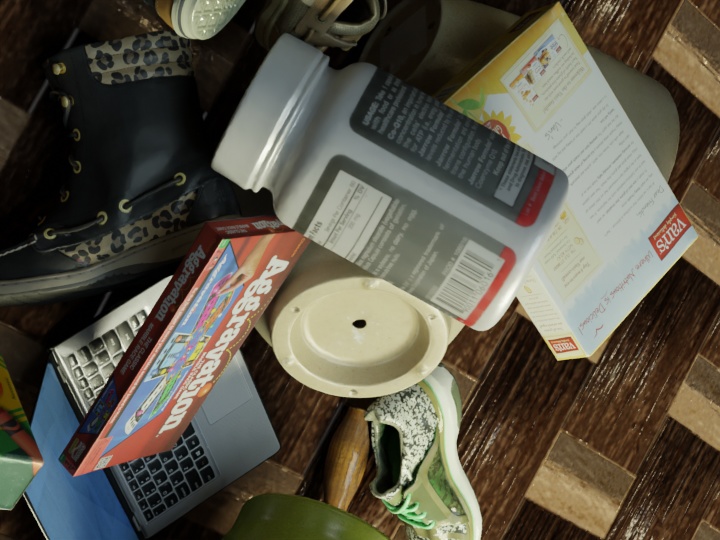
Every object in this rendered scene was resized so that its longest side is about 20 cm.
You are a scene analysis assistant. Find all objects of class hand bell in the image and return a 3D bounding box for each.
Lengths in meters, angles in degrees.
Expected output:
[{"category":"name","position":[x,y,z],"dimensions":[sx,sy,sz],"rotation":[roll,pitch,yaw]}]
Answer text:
[{"category":"hand bell","position":[-0.027,0.205,1.444],"dimensions":[0.104,0.104,0.201],"rotation":[18,83,-42]}]

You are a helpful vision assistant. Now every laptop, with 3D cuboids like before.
[{"category":"laptop","position":[-0.139,0.131,1.279],"dimensions":[0.200,0.116,0.188],"rotation":[-32,126,-18]}]

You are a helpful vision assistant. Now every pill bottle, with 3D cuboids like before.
[{"category":"pill bottle","position":[0.017,-0.057,1.138],"dimensions":[0.199,0.114,0.114],"rotation":[29,87,-2]}]

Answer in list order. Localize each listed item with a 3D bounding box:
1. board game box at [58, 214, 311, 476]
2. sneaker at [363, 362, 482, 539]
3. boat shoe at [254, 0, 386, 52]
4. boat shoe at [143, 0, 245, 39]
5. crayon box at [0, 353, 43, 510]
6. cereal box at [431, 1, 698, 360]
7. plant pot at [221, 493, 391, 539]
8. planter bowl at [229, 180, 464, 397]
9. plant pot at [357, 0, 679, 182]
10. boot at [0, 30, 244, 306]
[{"category":"board game box","position":[-0.110,0.047,1.180],"dimensions":[0.103,0.019,0.200],"rotation":[-11,140,-57]},{"category":"sneaker","position":[0.036,0.169,1.465],"dimensions":[0.088,0.077,0.201],"rotation":[-30,117,-41]},{"category":"boat shoe","position":[-0.021,-0.165,1.157],"dimensions":[0.071,0.064,0.200],"rotation":[-52,176,-9]},{"category":"boat shoe","position":[-0.067,-0.225,1.118],"dimensions":[0.200,0.062,0.075],"rotation":[-53,157,-20]},{"category":"crayon box","position":[-0.301,0.075,1.112],"dimensions":[0.200,0.127,0.051],"rotation":[12,126,-43]},{"category":"cereal box","position":[0.134,-0.060,1.251],"dimensions":[0.144,0.039,0.200],"rotation":[-42,108,-32]},{"category":"plant pot","position":[-0.056,0.270,1.304],"dimensions":[0.200,0.200,0.193],"rotation":[50,52,-40]},{"category":"planter bowl","position":[0.000,0.000,1.264],"dimensions":[0.199,0.135,0.201],"rotation":[-1,135,-1]},{"category":"plant pot","position":[0.098,-0.114,1.357],"dimensions":[0.200,0.187,0.188],"rotation":[33,85,-29]},{"category":"boot","position":[-0.179,-0.062,1.186],"dimensions":[0.073,0.199,0.151],"rotation":[9,68,-77]}]
